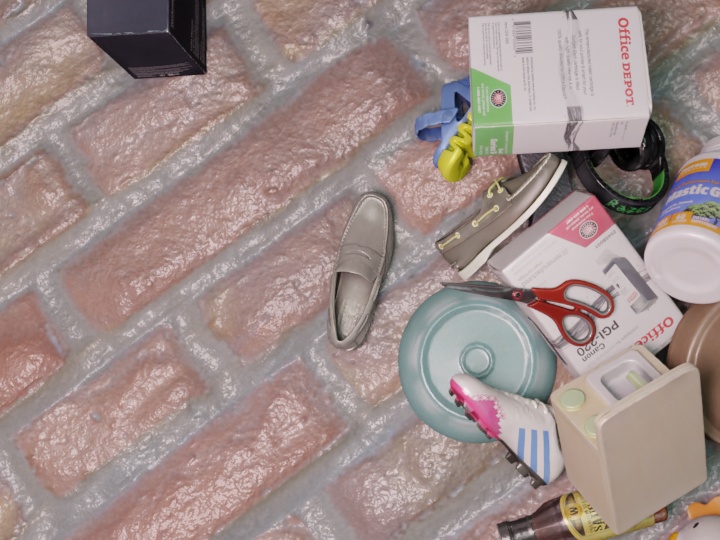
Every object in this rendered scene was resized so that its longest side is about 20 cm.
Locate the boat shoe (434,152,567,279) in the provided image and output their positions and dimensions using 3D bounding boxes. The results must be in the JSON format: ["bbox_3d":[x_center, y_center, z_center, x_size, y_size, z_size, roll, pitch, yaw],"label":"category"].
[{"bbox_3d":[0.166,-0.072,1.351,0.060,0.072,0.202,42,124,0],"label":"boat shoe"}]

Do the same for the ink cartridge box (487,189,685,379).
[{"bbox_3d":[0.269,0.029,1.338,0.145,0.085,0.201,-39,100,1],"label":"ink cartridge box"}]

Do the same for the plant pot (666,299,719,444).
[{"bbox_3d":[0.473,0.118,1.258,0.198,0.174,0.203,-3,99,-18],"label":"plant pot"}]

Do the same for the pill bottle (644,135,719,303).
[{"bbox_3d":[0.410,-0.067,1.312,0.111,0.112,0.201,27,53,7],"label":"pill bottle"}]

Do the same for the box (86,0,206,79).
[{"bbox_3d":[-0.263,-0.362,1.406,0.103,0.182,0.202,-2,83,5],"label":"box"}]

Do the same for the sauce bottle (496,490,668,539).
[{"bbox_3d":[0.262,0.296,1.344,0.198,0.066,0.067,-18,82,2],"label":"sauce bottle"}]

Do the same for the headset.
[{"bbox_3d":[0.313,-0.165,1.361,0.122,0.094,0.202,5,57,-22],"label":"headset"}]

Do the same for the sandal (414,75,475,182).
[{"bbox_3d":[0.136,-0.213,1.408,0.087,0.080,0.201,33,83,24],"label":"sandal"}]

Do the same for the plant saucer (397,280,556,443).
[{"bbox_3d":[0.143,0.112,1.390,0.198,0.036,0.202,-1,84,5],"label":"plant saucer"}]

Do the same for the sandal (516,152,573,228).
[{"bbox_3d":[0.237,-0.072,1.398,0.075,0.043,0.203,-5,87,-3],"label":"sandal"}]

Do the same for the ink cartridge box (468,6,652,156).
[{"bbox_3d":[0.226,-0.217,1.303,0.198,0.084,0.148,-2,69,5],"label":"ink cartridge box"}]

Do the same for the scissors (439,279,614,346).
[{"bbox_3d":[0.192,0.023,1.285,0.198,0.014,0.074,23,98,-5],"label":"scissors"}]

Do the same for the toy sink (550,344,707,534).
[{"bbox_3d":[0.298,0.171,1.264,0.130,0.201,0.112,-28,41,-10],"label":"toy sink"}]

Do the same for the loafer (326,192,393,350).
[{"bbox_3d":[0.000,0.000,1.398,0.069,0.070,0.202,9,85,6],"label":"loafer"}]

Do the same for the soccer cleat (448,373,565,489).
[{"bbox_3d":[0.183,0.171,1.334,0.086,0.070,0.200,-44,118,-3],"label":"soccer cleat"}]

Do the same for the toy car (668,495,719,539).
[{"bbox_3d":[0.385,0.345,1.300,0.175,0.185,0.201,20,57,8],"label":"toy car"}]
